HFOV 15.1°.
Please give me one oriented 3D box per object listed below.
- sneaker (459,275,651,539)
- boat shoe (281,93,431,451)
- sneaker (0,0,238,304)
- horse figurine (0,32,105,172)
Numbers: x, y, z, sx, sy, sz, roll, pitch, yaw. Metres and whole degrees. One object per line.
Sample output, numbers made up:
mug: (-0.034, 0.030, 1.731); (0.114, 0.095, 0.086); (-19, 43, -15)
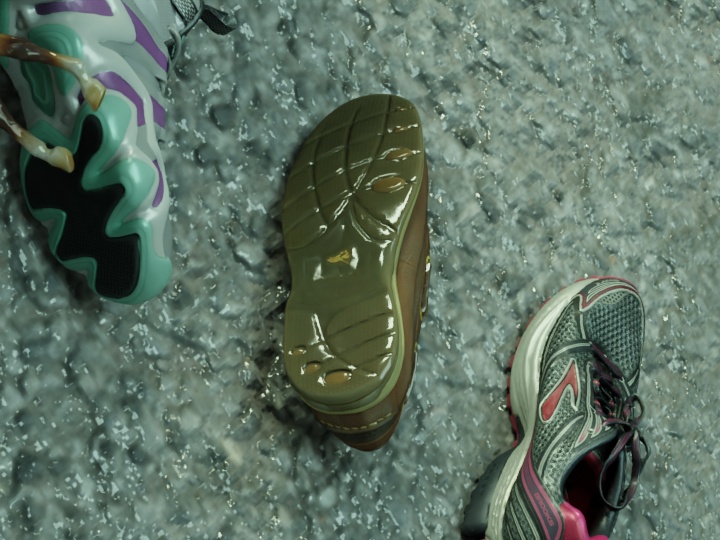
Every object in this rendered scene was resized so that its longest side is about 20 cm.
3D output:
sneaker: (0.121, 0.086, 1.431); (0.081, 0.075, 0.201); (39, 49, -25)
boat shoe: (0.000, 0.000, 1.366); (0.068, 0.072, 0.201); (68, 21, -49)
sneaker: (-0.104, -0.092, 1.289); (0.140, 0.078, 0.201); (-21, 91, -49)
horse figurine: (-0.150, -0.129, 1.105); (0.132, 0.201, 0.050); (25, 19, -4)
